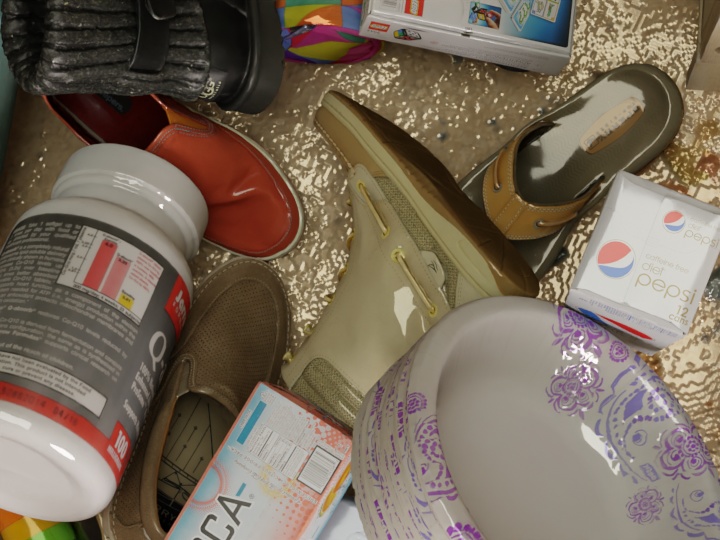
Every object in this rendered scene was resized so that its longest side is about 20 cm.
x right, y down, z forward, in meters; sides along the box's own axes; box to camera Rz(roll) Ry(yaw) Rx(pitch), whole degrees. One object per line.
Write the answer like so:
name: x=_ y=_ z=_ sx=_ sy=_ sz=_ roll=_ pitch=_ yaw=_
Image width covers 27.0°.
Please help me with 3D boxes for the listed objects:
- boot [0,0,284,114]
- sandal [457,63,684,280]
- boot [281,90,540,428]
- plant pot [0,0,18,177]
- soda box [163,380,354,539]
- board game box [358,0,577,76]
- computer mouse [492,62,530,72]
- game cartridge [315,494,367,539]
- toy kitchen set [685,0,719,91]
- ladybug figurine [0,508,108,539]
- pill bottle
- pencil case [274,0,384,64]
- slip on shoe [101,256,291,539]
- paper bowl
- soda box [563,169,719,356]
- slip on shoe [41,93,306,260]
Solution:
boot: x=-0.137 y=-0.189 z=0.891 sx=0.157 sy=0.079 sz=0.212 roll=4 pitch=54 yaw=-31
sandal: x=0.113 y=-0.053 z=0.915 sx=0.200 sy=0.054 sz=0.080 roll=-42 pitch=80 yaw=6
boot: x=0.000 y=0.000 z=0.912 sx=0.156 sy=0.073 sz=0.200 roll=-51 pitch=57 yaw=18
plant pot: x=-0.293 y=-0.106 z=0.912 sx=0.199 sy=0.200 sz=0.197 roll=6 pitch=93 yaw=7
soda box: x=-0.072 y=0.160 z=0.804 sx=0.063 sy=0.068 sz=0.201 roll=31 pitch=87 yaw=12
board game box: x=0.074 y=-0.227 z=0.918 sx=0.126 sy=0.035 sz=0.201 roll=11 pitch=73 yaw=-8
computer mouse: x=0.085 y=-0.218 z=0.955 sx=0.058 sy=0.034 sz=0.201 roll=-5 pitch=75 yaw=-9
game cartridge: x=-0.001 y=0.201 z=0.841 sx=0.199 sy=0.041 sz=0.134 roll=24 pitch=91 yaw=10
toy kitchen set: x=0.290 y=-0.111 z=0.840 sx=0.199 sy=0.180 sz=0.164 roll=3 pitch=85 yaw=7
ladybug figurine: x=-0.193 y=0.156 z=0.919 sx=0.135 sy=0.072 sz=0.201 roll=-24 pitch=81 yaw=2
pill bottle: x=-0.163 y=0.031 z=0.862 sx=0.115 sy=0.116 sz=0.201 roll=14 pitch=56 yaw=8
pencil case: x=-0.027 y=-0.227 z=0.940 sx=0.088 sy=0.088 sz=0.201 roll=0 pitch=82 yaw=7
slip on shoe: x=-0.089 y=0.078 z=0.892 sx=0.076 sy=0.061 sz=0.201 roll=34 pitch=63 yaw=-14
paper bowl: x=0.085 y=0.122 z=0.782 sx=0.201 sy=0.200 sz=0.104 roll=52 pitch=131 yaw=9
soda box: x=0.153 y=0.001 z=0.832 sx=0.063 sy=0.200 sz=0.068 roll=22 pitch=87 yaw=7
slip on shoe: x=-0.119 y=-0.072 z=0.922 sx=0.200 sy=0.061 sz=0.074 roll=40 pitch=106 yaw=-12
